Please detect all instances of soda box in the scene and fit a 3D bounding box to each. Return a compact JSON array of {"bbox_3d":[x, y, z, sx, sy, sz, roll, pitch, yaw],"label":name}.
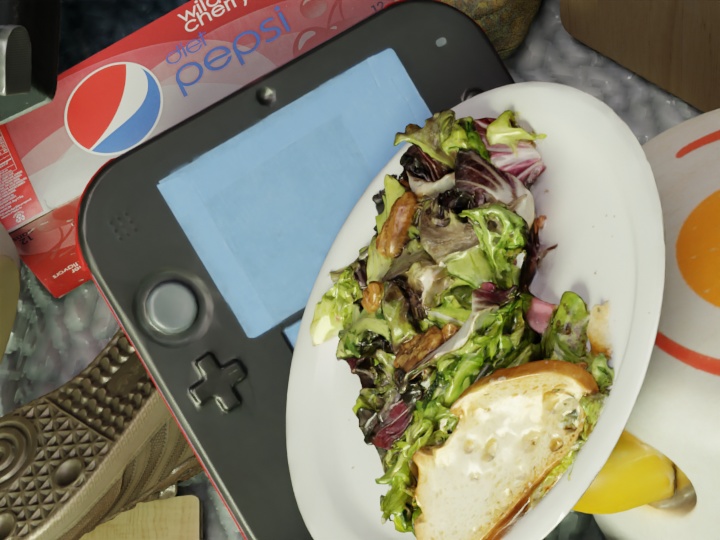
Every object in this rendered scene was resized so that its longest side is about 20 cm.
[{"bbox_3d":[-0.071,-0.071,1.237,0.199,0.070,0.064,-28,62,3],"label":"soda box"}]

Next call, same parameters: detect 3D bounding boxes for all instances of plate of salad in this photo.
[{"bbox_3d":[0.032,0.021,1.041,0.200,0.048,0.201,-28,51,41],"label":"plate of salad"}]

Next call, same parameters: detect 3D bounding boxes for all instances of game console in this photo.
[{"bbox_3d":[0.000,0.000,1.148,0.200,0.031,0.177,-30,85,-19],"label":"game console"}]

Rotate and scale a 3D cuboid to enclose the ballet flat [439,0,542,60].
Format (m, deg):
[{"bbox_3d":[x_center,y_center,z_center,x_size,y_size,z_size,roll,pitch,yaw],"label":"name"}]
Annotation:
[{"bbox_3d":[0.077,-0.184,1.249,0.070,0.071,0.201,19,73,22],"label":"ballet flat"}]

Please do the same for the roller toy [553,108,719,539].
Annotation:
[{"bbox_3d":[0.164,0.030,1.067,0.199,0.140,0.183,2,47,16],"label":"roller toy"}]

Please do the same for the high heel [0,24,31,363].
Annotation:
[{"bbox_3d":[-0.216,-0.013,1.178,0.142,0.071,0.201,7,89,17],"label":"high heel"}]

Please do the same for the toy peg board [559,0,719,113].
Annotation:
[{"bbox_3d":[0.185,-0.146,1.139,0.199,0.200,0.098,32,64,25],"label":"toy peg board"}]

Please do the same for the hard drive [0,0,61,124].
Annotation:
[{"bbox_3d":[-0.217,-0.105,1.266,0.199,0.033,0.140,-22,53,31],"label":"hard drive"}]

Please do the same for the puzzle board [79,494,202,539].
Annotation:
[{"bbox_3d":[-0.137,0.197,1.173,0.150,0.017,0.201,-6,67,11],"label":"puzzle board"}]

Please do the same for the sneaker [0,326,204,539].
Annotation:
[{"bbox_3d":[-0.095,0.075,1.177,0.200,0.076,0.070,-44,45,-6],"label":"sneaker"}]
